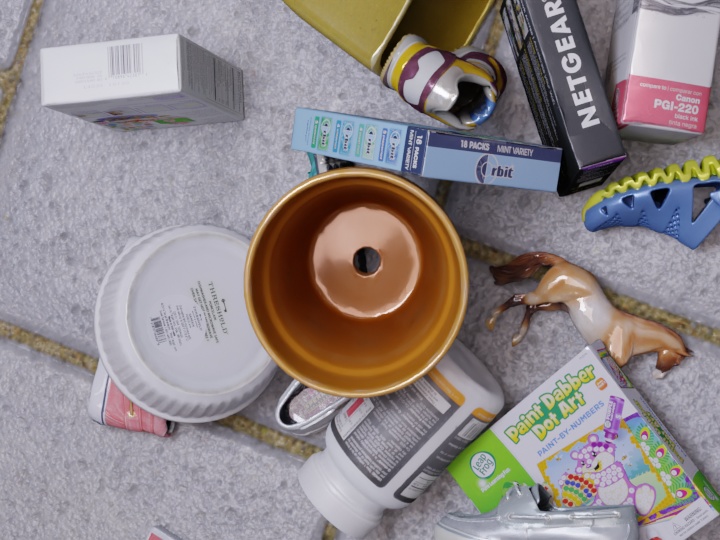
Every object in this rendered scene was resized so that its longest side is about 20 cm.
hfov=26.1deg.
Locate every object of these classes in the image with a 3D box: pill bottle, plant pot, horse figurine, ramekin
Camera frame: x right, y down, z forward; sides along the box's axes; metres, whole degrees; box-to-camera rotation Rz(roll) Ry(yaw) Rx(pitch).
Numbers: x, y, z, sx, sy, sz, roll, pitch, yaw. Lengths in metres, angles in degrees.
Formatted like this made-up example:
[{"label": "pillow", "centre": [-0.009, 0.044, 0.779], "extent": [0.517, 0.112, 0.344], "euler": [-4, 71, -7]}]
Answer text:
[{"label": "pill bottle", "centre": [0.037, 0.159, 1.518], "extent": [0.116, 0.116, 0.200], "euler": [45, 102, 10]}, {"label": "plant pot", "centre": [0.000, 0.000, 1.441], "extent": [0.197, 0.183, 0.203], "euler": [0, 98, 3]}, {"label": "plant pot", "centre": [0.012, -0.304, 1.511], "extent": [0.199, 0.194, 0.197], "euler": [32, 95, 20]}, {"label": "horse figurine", "centre": [0.211, 0.052, 1.519], "extent": [0.132, 0.050, 0.200], "euler": [-44, 83, 16]}, {"label": "ramekin", "centre": [-0.160, 0.048, 1.536], "extent": [0.197, 0.105, 0.203], "euler": [2, 82, -15]}]

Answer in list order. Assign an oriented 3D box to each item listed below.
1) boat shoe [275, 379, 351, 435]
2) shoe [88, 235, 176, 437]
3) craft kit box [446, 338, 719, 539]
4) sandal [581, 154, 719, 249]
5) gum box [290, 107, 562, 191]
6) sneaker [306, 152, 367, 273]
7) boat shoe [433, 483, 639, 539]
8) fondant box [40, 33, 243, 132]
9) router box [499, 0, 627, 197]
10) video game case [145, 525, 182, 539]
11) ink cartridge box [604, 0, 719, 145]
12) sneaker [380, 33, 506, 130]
[{"label": "boat shoe", "centre": [-0.007, 0.092, 1.557], "extent": [0.199, 0.068, 0.072], "euler": [-35, 81, 9]}, {"label": "shoe", "centre": [-0.217, 0.070, 1.610], "extent": [0.090, 0.071, 0.203], "euler": [13, 95, 10]}, {"label": "craft kit box", "centre": [0.213, 0.205, 1.492], "extent": [0.200, 0.048, 0.198], "euler": [-43, 76, 24]}, {"label": "sandal", "centre": [0.311, -0.060, 1.487], "extent": [0.197, 0.079, 0.088], "euler": [-12, 89, 14]}, {"label": "gum box", "centre": [0.060, -0.113, 1.453], "extent": [0.199, 0.168, 0.045], "euler": [15, 98, 50]}, {"label": "sneaker", "centre": [-0.045, -0.055, 1.572], "extent": [0.079, 0.077, 0.203], "euler": [-5, 87, 22]}, {"label": "boat shoe", "centre": [0.167, 0.236, 1.464], "extent": [0.198, 0.070, 0.073], "euler": [3, 88, 21]}, {"label": "fondant box", "centre": [-0.213, -0.183, 1.547], "extent": [0.142, 0.200, 0.059], "euler": [-4, 86, 13]}, {"label": "router box", "centre": [0.189, -0.182, 1.476], "extent": [0.050, 0.149, 0.202], "euler": [-17, 84, -2]}, {"label": "video game case", "centre": [-0.164, 0.375, 1.601], "extent": [0.199, 0.017, 0.144], "euler": [28, 95, 19]}, {"label": "ink cartridge box", "centre": [0.284, -0.226, 1.457], "extent": [0.084, 0.146, 0.203], "euler": [7, 90, 0]}, {"label": "sneaker", "centre": [0.099, -0.166, 1.474], "extent": [0.090, 0.199, 0.075], "euler": [40, 112, 25]}]
